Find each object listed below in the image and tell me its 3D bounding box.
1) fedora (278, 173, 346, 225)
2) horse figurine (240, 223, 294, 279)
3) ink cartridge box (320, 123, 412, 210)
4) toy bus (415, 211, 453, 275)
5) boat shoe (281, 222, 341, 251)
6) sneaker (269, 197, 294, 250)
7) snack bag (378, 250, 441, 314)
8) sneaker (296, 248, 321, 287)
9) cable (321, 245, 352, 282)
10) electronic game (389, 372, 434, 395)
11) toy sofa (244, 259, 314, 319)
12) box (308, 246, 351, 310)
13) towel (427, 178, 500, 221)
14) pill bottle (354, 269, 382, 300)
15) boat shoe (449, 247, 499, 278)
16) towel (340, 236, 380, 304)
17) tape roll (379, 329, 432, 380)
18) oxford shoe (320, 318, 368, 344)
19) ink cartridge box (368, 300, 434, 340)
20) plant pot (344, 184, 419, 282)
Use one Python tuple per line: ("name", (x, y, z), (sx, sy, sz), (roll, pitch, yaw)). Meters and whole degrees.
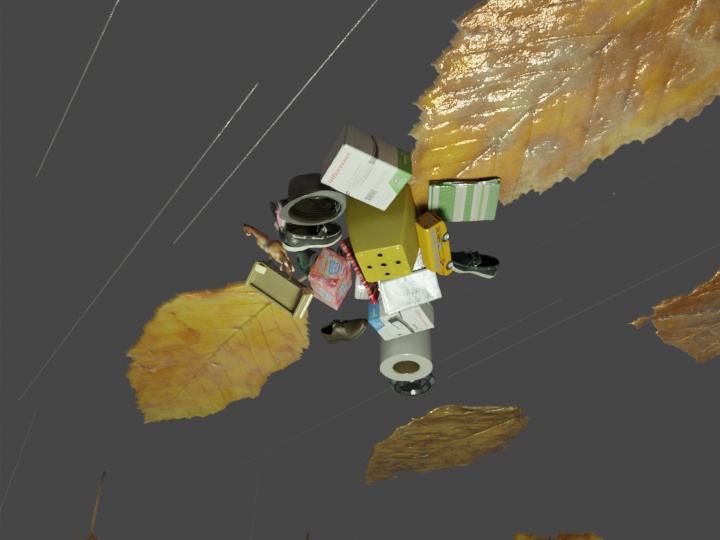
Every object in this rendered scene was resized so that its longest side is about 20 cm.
("fedora", (-0.129, -0.196, 1.502), (0.195, 0.093, 0.175), (4, 154, -42))
("horse figurine", (-0.260, -0.059, 1.672), (0.050, 0.198, 0.134), (-40, 145, -18))
("ink cartridge box", (0.013, -0.258, 1.438), (0.194, 0.087, 0.146), (21, 139, -22))
("toy bus", (0.212, -0.068, 1.622), (0.077, 0.065, 0.204), (-31, 134, -16))
("boat shoe", (-0.131, -0.109, 1.605), (0.194, 0.075, 0.062), (-12, 139, -32))
("sneaker", (-0.197, -0.134, 1.616), (0.084, 0.082, 0.202), (-24, 158, -12))
("snack bag", (0.138, 0.013, 1.719), (0.182, 0.021, 0.207), (-16, 103, 1))
("sneaker", (-0.157, -0.016, 1.781), (0.090, 0.078, 0.202), (31, 155, 12))
("cable", (-0.075, -0.009, 1.792), (0.093, 0.052, 0.203), (4, 143, 6))
("electronic game", (0.219, 0.473, 2.409), (0.191, 0.043, 0.203), (0, 141, 0))
("toy sofa", (-0.239, 0.055, 1.698), (0.196, 0.097, 0.085), (32, 99, 11))
("box", (-0.089, 0.028, 1.711), (0.093, 0.105, 0.201), (28, 161, 10))
("towel", (0.281, -0.192, 1.569), (0.192, 0.024, 0.155), (-2, 143, 3))
("pill bottle", (0.079, 0.036, 1.791), (0.192, 0.117, 0.116), (3, 143, -2))
("boat shoe", (0.339, -0.029, 1.737), (0.193, 0.076, 0.063), (13, 135, -19))
("towel", (0.000, 0.000, 1.653), (0.022, 0.145, 0.204), (-28, 94, 8))
("tape roll", (0.167, 0.298, 2.104), (0.194, 0.143, 0.206), (1, 143, 1))
("oxford shoe", (-0.062, 0.211, 2.057), (0.195, 0.075, 0.084), (-21, 136, 26))
("ink cartridge box", (0.141, 0.151, 1.961), (0.194, 0.087, 0.145), (-18, 139, 23))
("plant pot", (0.065, -0.087, 1.582), (0.192, 0.181, 0.202), (-10, 142, 13))
